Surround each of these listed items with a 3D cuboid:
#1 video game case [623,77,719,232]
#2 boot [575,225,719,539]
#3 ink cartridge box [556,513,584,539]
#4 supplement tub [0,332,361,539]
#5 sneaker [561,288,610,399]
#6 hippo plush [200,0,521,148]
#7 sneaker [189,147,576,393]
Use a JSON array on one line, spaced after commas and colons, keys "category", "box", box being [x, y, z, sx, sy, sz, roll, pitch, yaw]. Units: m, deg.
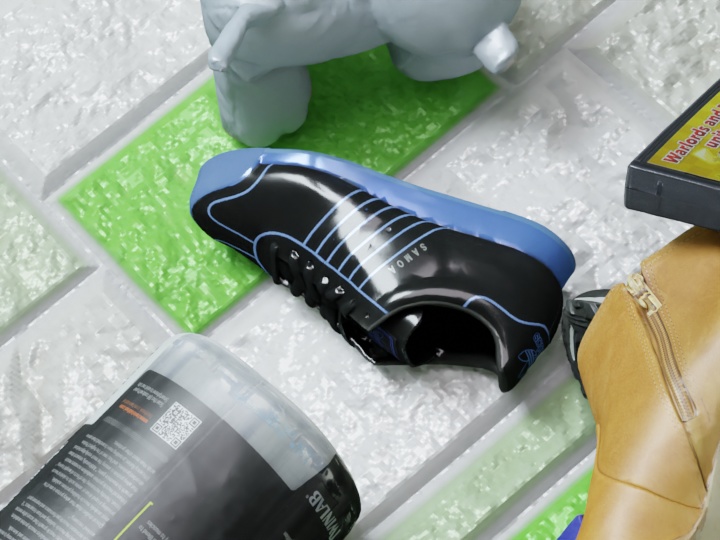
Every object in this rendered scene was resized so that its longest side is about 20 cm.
[{"category": "video game case", "box": [0.235, -0.051, 1.113, 0.180, 0.026, 0.200, 16, 30, 23]}, {"category": "boot", "box": [0.118, 0.081, 1.068, 0.201, 0.071, 0.144, -49, 33, 9]}, {"category": "ink cartridge box", "box": [0.152, 0.146, 1.091, 0.198, 0.037, 0.095, -6, 49, -2]}, {"category": "supplement tub", "box": [-0.104, 0.136, 1.130, 0.122, 0.123, 0.200, 35, 71, 28]}, {"category": "sneaker", "box": [0.181, 0.046, 1.153, 0.199, 0.074, 0.079, 13, 35, 32]}, {"category": "hippo plush", "box": [-0.003, -0.159, 1.259, 0.159, 0.200, 0.161, -9, 79, -2]}, {"category": "sneaker", "box": [0.000, 0.000, 1.221, 0.199, 0.070, 0.078, 13, 58, 20]}]
